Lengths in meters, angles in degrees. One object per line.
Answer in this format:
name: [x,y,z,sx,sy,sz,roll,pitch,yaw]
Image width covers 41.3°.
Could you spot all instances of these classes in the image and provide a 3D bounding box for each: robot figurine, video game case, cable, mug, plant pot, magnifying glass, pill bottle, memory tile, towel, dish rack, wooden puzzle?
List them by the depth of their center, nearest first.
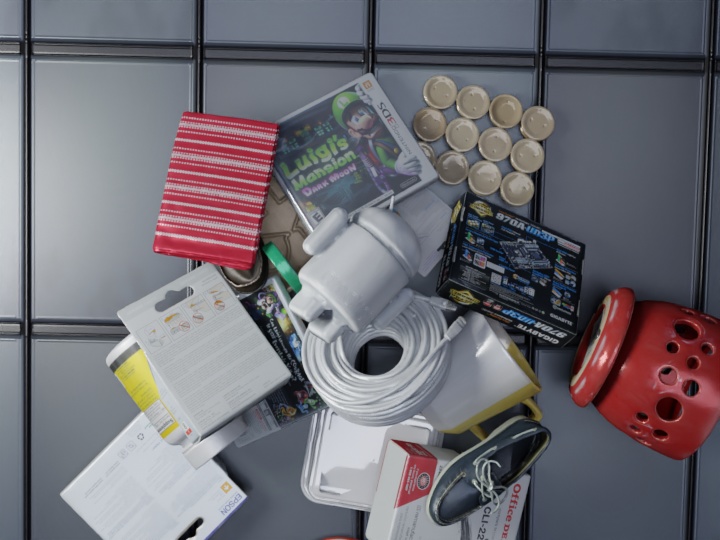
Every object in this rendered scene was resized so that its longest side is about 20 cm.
robot figurine: [0.000,0.000,1.231,0.200,0.113,0.170,-47,117,-10]
towel: [-0.190,-0.108,1.269,0.143,0.022,0.202,9,79,8]
cable: [0.024,0.110,1.282,0.199,0.069,0.201,23,65,26]
video game case: [-0.020,-0.156,1.317,0.199,0.023,0.183,-30,79,-15]
plant pot: [0.396,0.135,1.317,0.181,0.200,0.202,23,93,7]
magnifying glass: [-0.077,0.029,1.320,0.022,0.080,0.200,-37,136,-3]
pill bottle: [-0.253,0.170,1.333,0.114,0.114,0.201,-38,88,2]
mug: [0.161,0.165,1.339,0.153,0.149,0.187,-37,79,10]
video game case: [-0.147,0.132,1.365,0.181,0.023,0.201,-26,93,21]
memory tile: [0.170,-0.187,1.370,0.198,0.017,0.155,17,86,-1]
wooden puzzle: [-0.119,-0.082,1.370,0.185,0.046,0.201,-38,89,1]
dish rack: [0.019,0.272,1.393,0.198,0.044,0.174,10,93,-2]

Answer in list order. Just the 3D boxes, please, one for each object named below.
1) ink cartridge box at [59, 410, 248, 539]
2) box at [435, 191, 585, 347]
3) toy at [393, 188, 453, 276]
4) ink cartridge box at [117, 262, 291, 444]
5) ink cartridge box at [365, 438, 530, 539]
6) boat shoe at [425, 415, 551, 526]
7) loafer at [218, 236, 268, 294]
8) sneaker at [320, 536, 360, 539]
ink cartridge box: [-0.298,0.324,1.392,0.196,0.043,0.200,-44,94,0]
box: [0.211,-0.002,1.320,0.198,0.046,0.160,22,54,-10]
toy: [0.044,-0.088,1.359,0.200,0.047,0.115,44,62,1]
ink cartridge box: [-0.214,0.110,1.291,0.162,0.050,0.201,-31,78,-33]
ink cartridge box: [0.125,0.333,1.348,0.198,0.084,0.146,13,91,-21]
boat shoe: [0.175,0.274,1.283,0.199,0.062,0.075,-33,105,-16]
loafer: [-0.185,-0.063,1.309,0.072,0.071,0.202,-21,84,4]
sneaker: [-0.005,0.432,1.370,0.199,0.108,0.068,-2,94,0]
